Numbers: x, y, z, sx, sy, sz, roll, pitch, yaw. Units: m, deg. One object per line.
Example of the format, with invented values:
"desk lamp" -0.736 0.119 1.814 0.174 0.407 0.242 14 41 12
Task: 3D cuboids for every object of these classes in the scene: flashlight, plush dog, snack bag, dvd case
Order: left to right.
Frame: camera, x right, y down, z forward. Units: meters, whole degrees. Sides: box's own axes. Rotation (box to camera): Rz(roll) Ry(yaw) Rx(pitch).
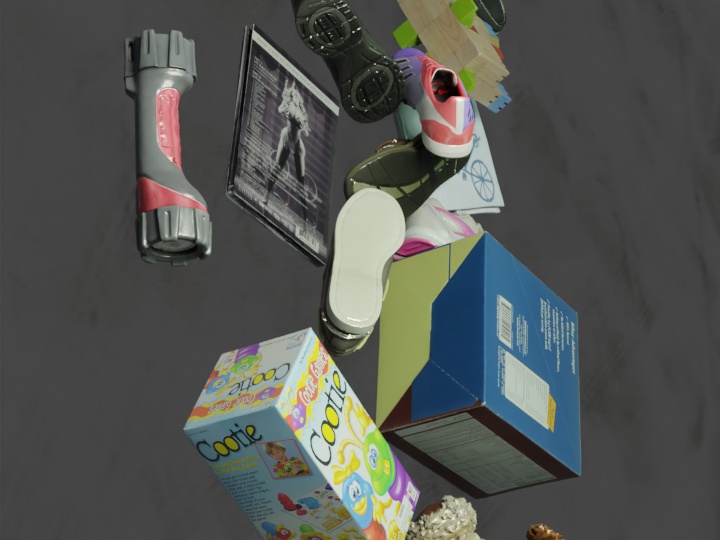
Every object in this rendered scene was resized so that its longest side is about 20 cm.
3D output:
"flashlight" -0.163 -0.108 1.366 0.067 0.067 0.203 24 57 -50
"dvd case" -0.075 -0.124 1.565 0.148 0.016 0.202 38 46 -43
"snack bag" 0.093 -0.153 1.845 0.199 0.021 0.191 -9 83 -56
"plush dog" 0.124 0.319 1.521 0.162 0.170 0.200 63 32 -16

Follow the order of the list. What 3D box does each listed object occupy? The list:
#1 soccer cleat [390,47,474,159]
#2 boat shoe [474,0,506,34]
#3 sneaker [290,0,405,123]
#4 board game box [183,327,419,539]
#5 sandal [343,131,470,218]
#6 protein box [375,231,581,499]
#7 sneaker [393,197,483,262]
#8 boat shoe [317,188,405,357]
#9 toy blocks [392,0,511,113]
"soccer cleat" 0.079 -0.199 1.701 0.201 0.067 0.074 -111 -156 -51
"boat shoe" 0.147 -0.392 2.001 0.201 0.065 0.075 62 32 -19
"sneaker" -0.014 -0.239 1.666 0.201 0.075 0.091 58 7 -45
"board game box" -0.048 0.167 1.384 0.201 0.104 0.103 58 34 -26
"sandal" 0.047 -0.110 1.711 0.200 0.057 0.081 -32 122 -43
"protein box" 0.127 0.105 1.666 0.200 0.134 0.201 38 46 -44
"sneaker" 0.114 -0.015 1.755 0.200 0.081 0.089 41 45 -43
"boat shoe" -0.003 -0.001 1.581 0.071 0.061 0.203 19 44 -5
"toy blocks" 0.118 -0.271 1.859 0.136 0.100 0.201 20 36 -56
